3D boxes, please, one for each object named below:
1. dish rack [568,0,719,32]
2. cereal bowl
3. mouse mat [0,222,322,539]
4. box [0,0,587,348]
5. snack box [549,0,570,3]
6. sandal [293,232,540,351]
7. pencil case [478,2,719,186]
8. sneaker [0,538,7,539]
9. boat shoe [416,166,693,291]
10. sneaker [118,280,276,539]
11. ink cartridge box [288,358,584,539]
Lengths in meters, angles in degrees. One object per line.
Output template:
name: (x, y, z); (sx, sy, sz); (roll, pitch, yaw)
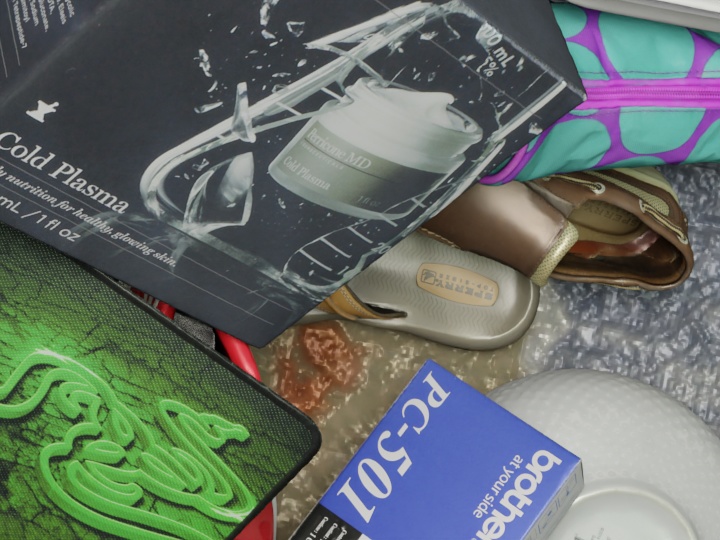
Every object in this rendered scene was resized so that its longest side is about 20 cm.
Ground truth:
dish rack: (0.144, -0.188, 0.892); (0.171, 0.044, 0.201); (7, 57, -18)
cereal bowl: (0.118, 0.153, 0.979); (0.199, 0.083, 0.201); (0, 92, -12)
mouse mat: (-0.137, 0.067, 0.843); (0.200, 0.008, 0.161); (35, 119, -14)
box: (-0.051, -0.095, 0.787); (0.196, 0.124, 0.200); (-39, 136, 24)
snack box: (0.094, -0.202, 0.972); (0.168, 0.068, 0.201); (-19, 94, -13)
sandal: (0.000, 0.000, 0.964); (0.199, 0.055, 0.082); (15, 88, -11)
pencil case: (0.134, -0.087, 0.903); (0.199, 0.092, 0.086); (-6, 100, -28)
sneaker: (-0.132, 0.165, 0.927); (0.199, 0.081, 0.147); (15, 92, -6)
boat shoe: (0.083, -0.032, 0.938); (0.201, 0.075, 0.075); (8, 129, -27)
sneaker: (-0.079, 0.090, 0.905); (0.078, 0.116, 0.201); (-13, 107, -4)
ink cartridge box: (0.012, 0.149, 0.906); (0.094, 0.044, 0.200); (32, 73, 21)
